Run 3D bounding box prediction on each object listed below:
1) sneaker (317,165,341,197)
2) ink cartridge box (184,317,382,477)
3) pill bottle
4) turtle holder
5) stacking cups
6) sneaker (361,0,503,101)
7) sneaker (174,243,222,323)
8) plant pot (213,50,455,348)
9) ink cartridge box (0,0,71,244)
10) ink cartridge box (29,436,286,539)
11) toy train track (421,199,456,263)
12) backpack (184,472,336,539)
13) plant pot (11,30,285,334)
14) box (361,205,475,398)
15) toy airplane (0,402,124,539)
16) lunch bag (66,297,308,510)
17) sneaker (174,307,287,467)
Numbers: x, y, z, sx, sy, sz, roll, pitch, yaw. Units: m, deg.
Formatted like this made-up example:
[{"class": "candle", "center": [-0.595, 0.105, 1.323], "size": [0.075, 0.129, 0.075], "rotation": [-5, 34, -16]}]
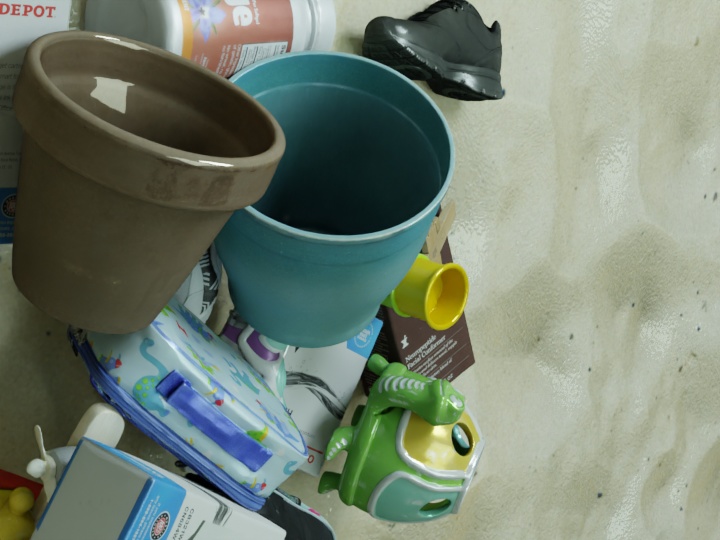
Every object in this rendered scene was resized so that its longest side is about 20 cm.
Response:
[{"class": "sneaker", "center": [0.008, -0.112, 1.761], "size": [0.200, 0.118, 0.074], "rotation": [-32, 124, -38]}, {"class": "ink cartridge box", "center": [-0.070, 0.114, 1.792], "size": [0.116, 0.068, 0.201], "rotation": [29, 82, -49]}, {"class": "pill bottle", "center": [-0.118, -0.201, 1.595], "size": [0.200, 0.112, 0.113], "rotation": [-12, 112, -46]}, {"class": "turtle holder", "center": [0.049, 0.152, 1.806], "size": [0.141, 0.131, 0.186], "rotation": [-54, 165, -61]}, {"class": "stacking cups", "center": [0.000, 0.000, 1.728], "size": [0.060, 0.199, 0.061], "rotation": [-23, 121, -45]}, {"class": "sneaker", "center": [0.069, -0.219, 1.838], "size": [0.200, 0.076, 0.091], "rotation": [13, 84, -56]}, {"class": "sneaker", "center": [-0.179, -0.039, 1.616], "size": [0.115, 0.075, 0.201], "rotation": [-10, 106, -45]}, {"class": "plant pot", "center": [-0.037, -0.043, 1.590], "size": [0.200, 0.200, 0.188], "rotation": [-38, 156, -33]}, {"class": "ink cartridge box", "center": [-0.302, -0.123, 1.437], "size": [0.146, 0.086, 0.201], "rotation": [-4, 106, -48]}, {"class": "ink cartridge box", "center": [-0.161, 0.228, 1.481], "size": [0.200, 0.084, 0.147], "rotation": [33, 81, -56]}, {"class": "toy train track", "center": [0.048, -0.047, 1.771], "size": [0.200, 0.032, 0.115], "rotation": [79, 30, -49]}, {"class": "backpack", "center": [-0.104, 0.275, 1.673], "size": [0.200, 0.150, 0.178], "rotation": [32, 64, -54]}, {"class": "plant pot", "center": [-0.174, -0.053, 1.421], "size": [0.200, 0.200, 0.175], "rotation": [-3, 123, -47]}, {"class": "box", "center": [0.040, 0.027, 1.882], "size": [0.100, 0.075, 0.201], "rotation": [-38, 127, -32]}, {"class": "toy airplane", "center": [-0.254, 0.209, 1.514], "size": [0.198, 0.141, 0.201], "rotation": [-19, 123, -3]}, {"class": "lunch bag", "center": [-0.138, 0.095, 1.556], "size": [0.082, 0.161, 0.200], "rotation": [-46, 121, 2]}, {"class": "sneaker", "center": [-0.131, 0.076, 1.692], "size": [0.078, 0.139, 0.201], "rotation": [111, -20, -84]}]
